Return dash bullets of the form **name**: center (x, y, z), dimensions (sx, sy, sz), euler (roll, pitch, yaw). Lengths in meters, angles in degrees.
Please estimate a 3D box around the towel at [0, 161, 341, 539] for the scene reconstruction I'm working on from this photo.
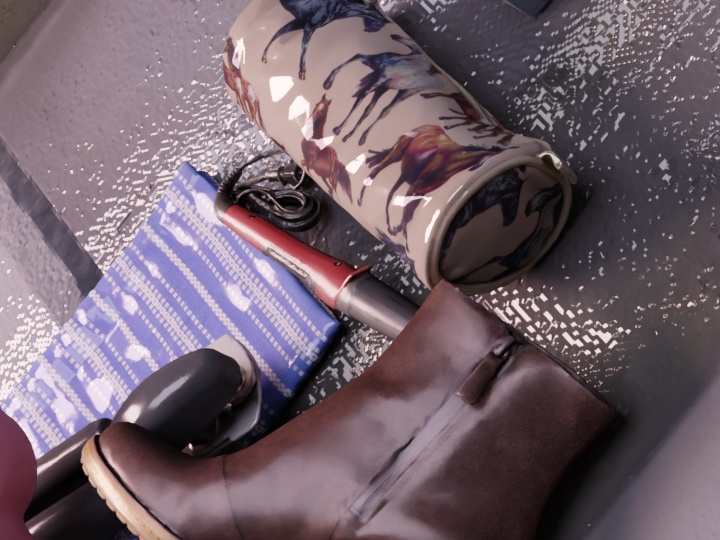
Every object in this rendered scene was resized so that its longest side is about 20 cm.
- **towel**: center (-0.107, 0.061, 1.411), dimensions (0.200, 0.024, 0.145), euler (-51, 48, 11)

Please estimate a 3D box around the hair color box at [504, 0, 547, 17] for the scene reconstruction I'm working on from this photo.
- **hair color box**: center (0.055, -0.223, 1.370), dimensions (0.099, 0.061, 0.200), euler (-45, 50, 16)

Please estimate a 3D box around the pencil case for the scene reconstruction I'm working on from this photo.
- **pencil case**: center (0.016, -0.066, 1.323), dimensions (0.089, 0.078, 0.200), euler (-56, 46, 12)

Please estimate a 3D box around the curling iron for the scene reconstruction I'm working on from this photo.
- **curling iron**: center (0.000, 0.000, 1.338), dimensions (0.050, 0.026, 0.200), euler (-43, 48, -10)

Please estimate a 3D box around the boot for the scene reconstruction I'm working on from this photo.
- **boot**: center (-0.007, 0.075, 1.266), dimensions (0.200, 0.072, 0.166), euler (33, 92, 20)

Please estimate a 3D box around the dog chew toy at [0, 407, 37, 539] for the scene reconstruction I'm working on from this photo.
- **dog chew toy**: center (-0.198, 0.149, 1.316), dimensions (0.124, 0.124, 0.200), euler (1, 74, 41)

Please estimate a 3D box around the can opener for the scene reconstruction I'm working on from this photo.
- **can opener**: center (-0.130, 0.091, 1.362), dimensions (0.200, 0.067, 0.053), euler (-34, 55, 22)
